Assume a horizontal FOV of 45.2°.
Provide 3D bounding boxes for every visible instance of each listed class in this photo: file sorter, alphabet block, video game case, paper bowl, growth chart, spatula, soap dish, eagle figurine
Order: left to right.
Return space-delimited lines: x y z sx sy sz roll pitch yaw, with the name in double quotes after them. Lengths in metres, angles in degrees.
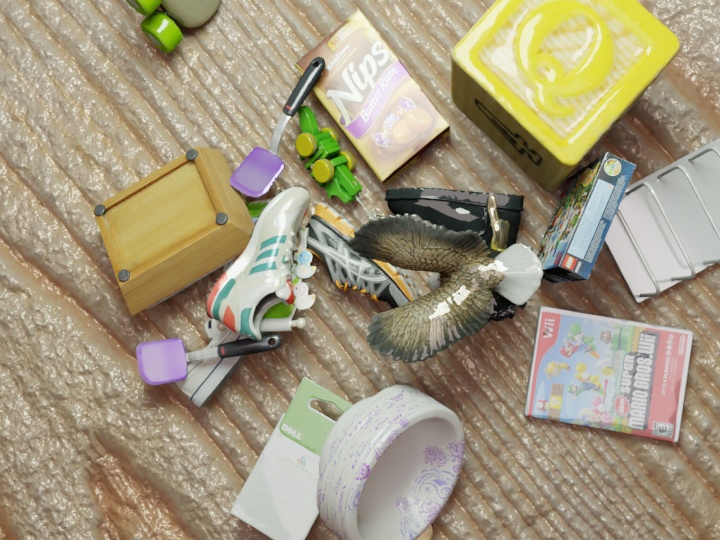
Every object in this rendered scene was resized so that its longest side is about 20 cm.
-0.247 -0.058 1.132 0.198 0.081 0.159 -29 64 3 "soap dish"
-0.193 0.107 1.108 0.197 0.021 0.058 -11 85 15 "spatula"
-0.126 -0.009 1.127 0.142 0.018 0.203 -11 63 16 "growth chart"
-0.100 -0.187 1.122 0.056 0.021 0.202 31 94 21 "spatula"
0.028 0.238 1.062 0.104 0.200 0.203 28 89 40 "paper bowl"
0.100 0.010 1.023 0.197 0.152 0.153 -12 53 -28 "eagle figurine"
0.238 -0.240 1.058 0.196 0.200 0.196 42 91 7 "alphabet block"
0.320 0.133 1.119 0.196 0.017 0.146 9 88 6 "video game case"
0.411 -0.069 1.070 0.198 0.125 0.140 -28 85 3 "file sorter"

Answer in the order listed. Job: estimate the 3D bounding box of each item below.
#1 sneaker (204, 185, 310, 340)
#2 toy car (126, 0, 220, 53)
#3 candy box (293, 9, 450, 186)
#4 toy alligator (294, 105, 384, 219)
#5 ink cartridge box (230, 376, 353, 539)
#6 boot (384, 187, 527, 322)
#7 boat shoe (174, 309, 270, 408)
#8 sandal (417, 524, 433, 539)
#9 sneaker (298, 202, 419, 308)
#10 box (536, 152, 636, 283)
-0.103 -0.005 1.072 0.093 0.070 0.201 31 82 21 "sneaker"
-0.285 -0.426 1.155 0.199 0.158 0.165 36 78 18 "toy car"
0.016 -0.228 1.152 0.116 0.056 0.201 -38 82 3 "candy box"
-0.037 -0.126 1.154 0.054 0.059 0.201 -39 82 42 "toy alligator"
-0.075 0.250 1.129 0.103 0.059 0.202 29 89 6 "ink cartridge box"
0.122 -0.022 1.125 0.195 0.073 0.166 5 93 8 "boot"
-0.175 0.085 1.147 0.070 0.071 0.201 40 97 4 "boat shoe"
0.001 0.381 1.109 0.210 0.070 0.078 -35 84 3 "sandal"
0.000 0.000 1.133 0.200 0.078 0.077 42 93 16 "sneaker"
0.262 -0.056 1.044 0.037 0.200 0.138 23 88 2 "box"
